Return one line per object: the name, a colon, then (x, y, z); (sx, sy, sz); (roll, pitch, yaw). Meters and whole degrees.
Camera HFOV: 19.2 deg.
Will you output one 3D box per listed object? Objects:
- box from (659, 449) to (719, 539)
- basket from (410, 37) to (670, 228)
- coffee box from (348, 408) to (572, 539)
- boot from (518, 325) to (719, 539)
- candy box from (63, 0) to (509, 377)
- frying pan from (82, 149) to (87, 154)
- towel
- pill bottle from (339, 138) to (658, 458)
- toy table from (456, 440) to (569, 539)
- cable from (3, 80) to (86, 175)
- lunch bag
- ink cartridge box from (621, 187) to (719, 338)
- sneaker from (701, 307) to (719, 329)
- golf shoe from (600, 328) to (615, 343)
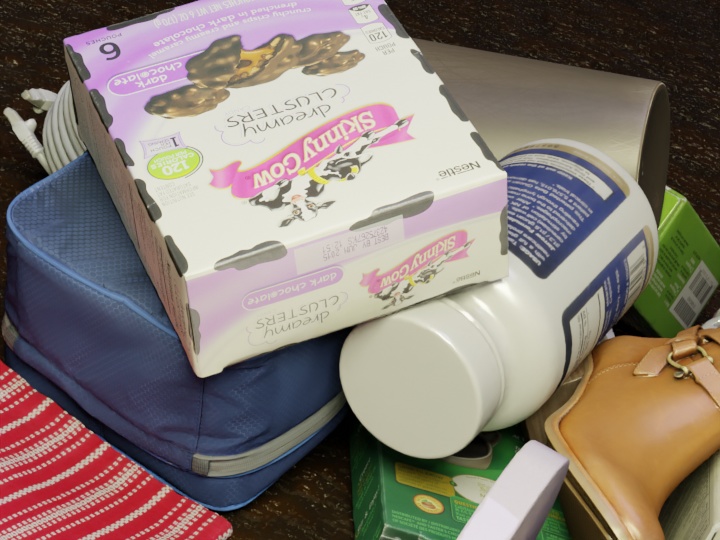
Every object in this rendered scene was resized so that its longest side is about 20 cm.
box: (0.215, 0.143, 1.187); (0.077, 0.095, 0.200); (23, 25, -1)
basket: (0.084, -0.070, 1.314); (0.199, 0.137, 0.181); (7, 32, 16)
coffee box: (0.056, 0.118, 1.172); (0.122, 0.044, 0.200); (18, 25, -12)
boot: (0.173, 0.087, 1.120); (0.154, 0.077, 0.200); (-18, 18, -2)
candy box: (-0.040, -0.058, 1.073); (0.167, 0.072, 0.200); (-18, 45, -14)
frying pan: (-0.093, -0.025, 1.227); (0.189, 0.116, 0.031); (4, 18, 34)
towel: (-0.175, 0.102, 1.055); (0.200, 0.023, 0.144); (33, 28, 25)
pill bottle: (0.072, 0.016, 1.130); (0.111, 0.111, 0.200); (28, 37, 17)
toy table: (0.076, 0.183, 0.917); (0.117, 0.201, 0.184); (28, -17, 12)
cable: (-0.104, -0.070, 1.365); (0.199, 0.069, 0.200); (-9, 52, -46)
lunch bag: (-0.103, 0.027, 1.139); (0.199, 0.133, 0.136); (31, 45, 25)
ink cartridge box: (0.139, -0.042, 1.451); (0.200, 0.076, 0.148); (33, -3, 28)
sneaker: (0.243, 0.078, 1.376); (0.088, 0.081, 0.200); (35, 32, 16)
golf shoe: (0.131, 0.039, 1.336); (0.092, 0.073, 0.200); (29, 9, -20)
